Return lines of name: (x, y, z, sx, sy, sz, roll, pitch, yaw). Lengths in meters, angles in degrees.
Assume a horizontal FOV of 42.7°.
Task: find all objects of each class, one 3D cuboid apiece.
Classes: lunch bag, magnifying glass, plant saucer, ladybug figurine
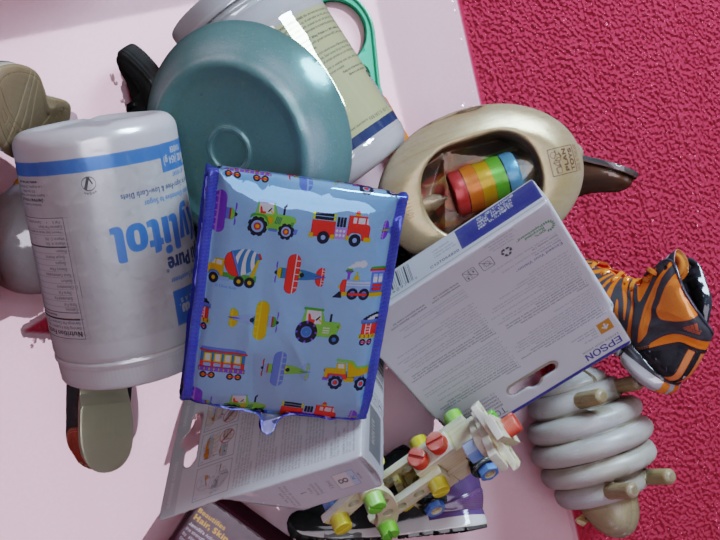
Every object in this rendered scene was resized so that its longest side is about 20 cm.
lunch bag: (-0.057, 0.029, 0.712, 0.148, 0.094, 0.204, 7, 95, -12)
magnifying glass: (0.003, -0.188, 0.920, 0.079, 0.022, 0.202, -31, 96, -10)
plant saucer: (-0.104, -0.105, 0.778, 0.197, 0.036, 0.203, 8, 113, 20)
ladybug figurine: (0.108, -0.077, 0.838, 0.197, 0.072, 0.138, -15, 91, -7)

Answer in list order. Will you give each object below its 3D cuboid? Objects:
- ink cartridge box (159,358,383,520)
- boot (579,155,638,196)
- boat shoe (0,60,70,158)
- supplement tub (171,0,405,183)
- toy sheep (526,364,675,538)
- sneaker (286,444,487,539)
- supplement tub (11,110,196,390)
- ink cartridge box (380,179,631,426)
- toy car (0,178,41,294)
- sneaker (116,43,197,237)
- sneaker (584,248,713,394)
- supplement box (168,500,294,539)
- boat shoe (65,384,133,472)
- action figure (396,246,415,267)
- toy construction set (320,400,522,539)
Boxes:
ink cartridge box: (-0.074, 0.140, 0.816, 0.197, 0.161, 0.047, -22, 127, 19)
boot: (0.170, -0.010, 0.900, 0.184, 0.064, 0.204, 5, 84, 31)
boat shoe: (-0.298, -0.136, 0.771, 0.064, 0.200, 0.073, 17, 92, -4)
supplement tub: (-0.066, -0.163, 0.843, 0.144, 0.145, 0.201, -35, 96, -9)
toy sheep: (0.227, 0.162, 0.909, 0.136, 0.138, 0.203, -12, 81, -11)
sneaker: (0.023, 0.220, 0.908, 0.196, 0.076, 0.089, -2, 72, -13)
supplement tub: (-0.199, -0.021, 0.749, 0.130, 0.132, 0.204, -11, 105, -11)
ink cartridge box: (0.118, 0.045, 0.826, 0.198, 0.041, 0.200, -32, 126, 11)
toy car: (-0.312, -0.043, 0.802, 0.198, 0.183, 0.180, -11, 103, -42)
sneaker: (-0.197, -0.100, 0.859, 0.104, 0.060, 0.201, -35, 100, -14)
sneaker: (0.262, 0.012, 0.889, 0.077, 0.200, 0.113, -4, 132, -45)
supplement box: (-0.154, 0.313, 0.845, 0.110, 0.086, 0.201, 34, 84, 1)
boat shoe: (-0.238, 0.081, 0.849, 0.070, 0.062, 0.204, 2, 89, -29)
action figure: (0.000, 0.000, 0.878, 0.197, 0.102, 0.121, -18, 108, -11)
toy construction set: (0.056, 0.168, 0.814, 0.198, 0.131, 0.093, -26, 50, 19)
